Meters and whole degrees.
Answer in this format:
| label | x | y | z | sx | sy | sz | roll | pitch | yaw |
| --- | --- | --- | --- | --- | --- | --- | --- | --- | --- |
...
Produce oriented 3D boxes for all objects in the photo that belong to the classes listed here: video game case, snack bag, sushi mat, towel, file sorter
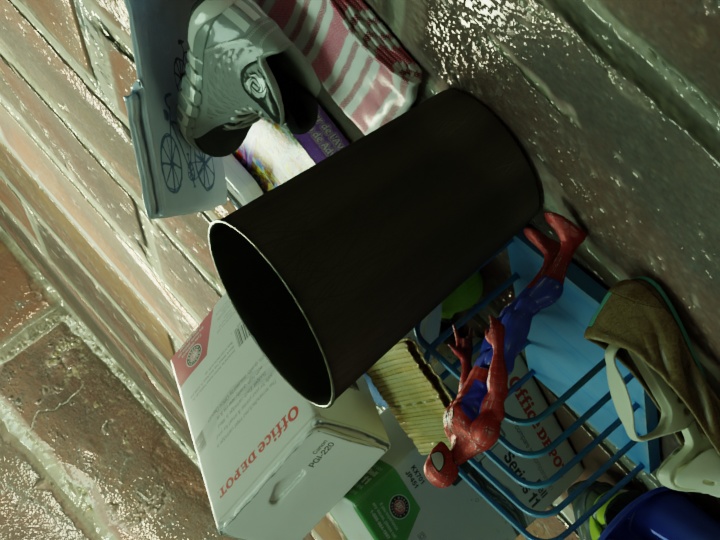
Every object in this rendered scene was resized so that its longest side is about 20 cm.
| label | x | y | z | sx | sy | sz | roll | pitch | yaw |
| --- | --- | --- | --- | --- | --- | --- | --- | --- | --- |
| video game case | -0.133 | -0.097 | 1.685 | 0.200 | 0.023 | 0.182 | 48 | 174 | 33 |
| snack bag | -0.160 | -0.146 | 1.425 | 0.189 | 0.021 | 0.201 | -24 | -74 | -76 |
| sushi mat | 0.043 | 0.097 | 1.269 | 0.096 | 0.012 | 0.200 | 56 | 169 | 0 |
| towel | -0.035 | -0.186 | 1.272 | 0.200 | 0.030 | 0.146 | 50 | 165 | 7 |
| file sorter | 0.131 | 0.092 | 1.255 | 0.139 | 0.123 | 0.200 | 41 | 161 | 32 |

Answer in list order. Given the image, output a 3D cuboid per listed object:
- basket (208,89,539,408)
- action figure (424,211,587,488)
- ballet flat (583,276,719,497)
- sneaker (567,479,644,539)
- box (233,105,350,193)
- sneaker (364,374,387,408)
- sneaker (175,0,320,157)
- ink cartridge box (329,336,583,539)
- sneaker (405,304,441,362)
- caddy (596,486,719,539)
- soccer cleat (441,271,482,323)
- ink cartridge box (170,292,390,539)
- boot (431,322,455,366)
| label | x | y | z | sx | sy | sz | roll | pitch | yaw |
| --- | --- | --- | --- | --- | --- | --- | --- | --- | --- |
| basket | 0.015 | -0.024 | 1.169 | 0.136 | 0.200 | 0.181 | 44 | 160 | 28 |
| action figure | 0.090 | 0.056 | 1.131 | 0.052 | 0.201 | 0.065 | 29 | 159 | -12 |
| ballet flat | 0.214 | 0.099 | 1.124 | 0.200 | 0.072 | 0.068 | 54 | 164 | -11 |
| sneaker | 0.235 | 0.255 | 1.445 | 0.081 | 0.074 | 0.201 | 38 | 153 | 60 |
| box | -0.059 | -0.102 | 1.512 | 0.137 | 0.039 | 0.200 | 51 | 165 | -1 |
| sneaker | 0.011 | 0.113 | 1.668 | 0.078 | 0.089 | 0.200 | 24 | -170 | -41 |
| sneaker | -0.085 | -0.131 | 1.346 | 0.115 | 0.075 | 0.200 | 40 | 154 | 18 |
| ink cartridge box | 0.078 | 0.176 | 1.450 | 0.083 | 0.200 | 0.147 | 17 | 143 | 57 |
| sneaker | 0.000 | 0.000 | 1.301 | 0.074 | 0.115 | 0.201 | 28 | 129 | 48 |
| caddy | 0.231 | 0.257 | 1.305 | 0.105 | 0.141 | 0.200 | 34 | 156 | 40 |
| soccer cleat | 0.020 | -0.021 | 1.408 | 0.199 | 0.067 | 0.081 | 19 | 131 | 37 |
| ink cartridge box | -0.071 | 0.110 | 1.410 | 0.085 | 0.146 | 0.200 | 22 | -148 | -35 |
| boot | 0.052 | 0.068 | 1.571 | 0.200 | 0.072 | 0.166 | 60 | 175 | -31 |
